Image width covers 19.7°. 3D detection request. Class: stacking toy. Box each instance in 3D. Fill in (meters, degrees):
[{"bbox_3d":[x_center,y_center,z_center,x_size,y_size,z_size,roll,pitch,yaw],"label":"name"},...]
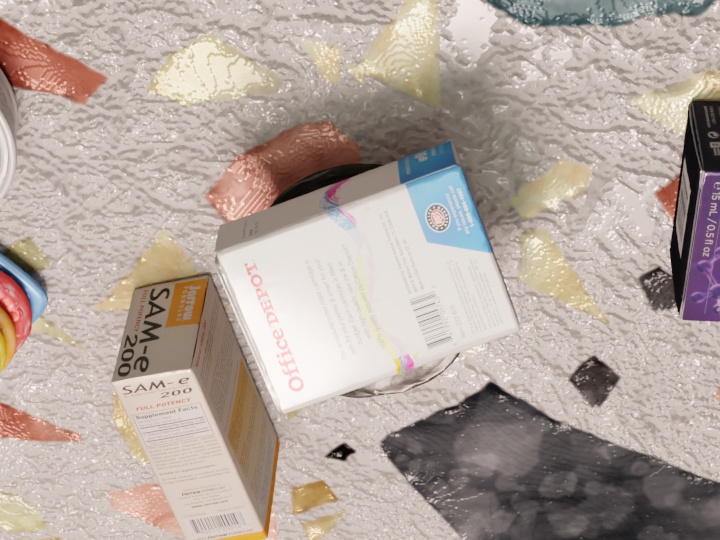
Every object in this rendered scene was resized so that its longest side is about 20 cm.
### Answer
[{"bbox_3d":[-0.332,0.076,1.685,0.116,0.200,0.110,-36,117,25],"label":"stacking toy"}]

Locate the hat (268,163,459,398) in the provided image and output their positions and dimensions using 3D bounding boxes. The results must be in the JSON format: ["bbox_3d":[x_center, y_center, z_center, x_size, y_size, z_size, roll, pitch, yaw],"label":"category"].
[{"bbox_3d":[0.000,0.000,1.688,0.201,0.081,0.201,-1,109,-3],"label":"hat"}]

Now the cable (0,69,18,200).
[{"bbox_3d":[-0.368,-0.112,1.628,0.200,0.069,0.200,31,122,-20],"label":"cable"}]

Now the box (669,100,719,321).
[{"bbox_3d":[0.351,-0.044,1.625,0.200,0.104,0.148,2,127,2],"label":"box"}]

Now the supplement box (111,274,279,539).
[{"bbox_3d":[-0.136,0.122,1.759,0.074,0.126,0.200,-11,125,13],"label":"supplement box"}]

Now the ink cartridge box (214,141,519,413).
[{"bbox_3d":[0.004,0.005,1.602,0.200,0.085,0.145,-20,108,4],"label":"ink cartridge box"}]
